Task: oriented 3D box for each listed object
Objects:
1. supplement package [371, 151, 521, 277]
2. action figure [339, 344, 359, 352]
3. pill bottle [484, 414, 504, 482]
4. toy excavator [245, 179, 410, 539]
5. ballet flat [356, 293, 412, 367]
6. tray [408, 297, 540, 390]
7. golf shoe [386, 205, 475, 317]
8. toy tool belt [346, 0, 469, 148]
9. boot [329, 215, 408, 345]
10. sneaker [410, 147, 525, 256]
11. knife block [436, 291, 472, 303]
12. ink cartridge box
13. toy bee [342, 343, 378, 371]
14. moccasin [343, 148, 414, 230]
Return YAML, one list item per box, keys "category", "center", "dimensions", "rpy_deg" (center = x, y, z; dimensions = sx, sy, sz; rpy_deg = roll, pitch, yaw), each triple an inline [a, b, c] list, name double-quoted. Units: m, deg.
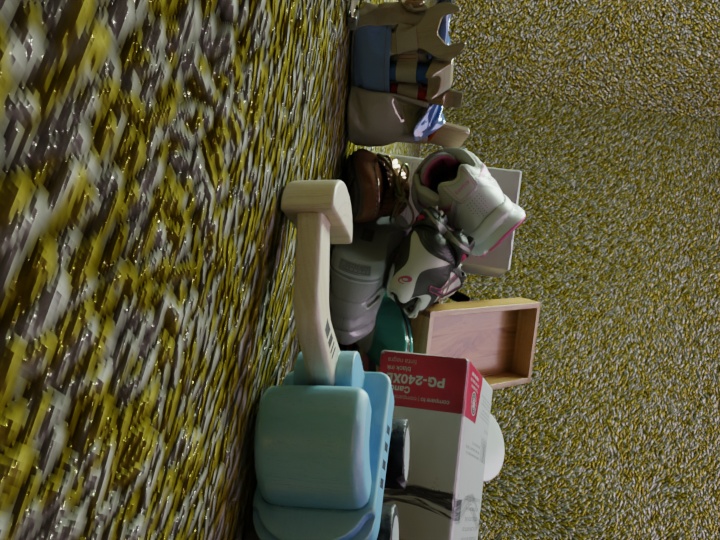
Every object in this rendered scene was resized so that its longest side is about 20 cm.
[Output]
- category: "supplement package"
  center: [0.095, -0.068, 0.896]
  dimensions: [0.120, 0.194, 0.125]
  rpy_deg: [47, 52, -83]
- category: "action figure"
  center: [-0.016, 0.177, 0.744]
  dimensions: [0.134, 0.145, 0.205]
  rpy_deg: [128, -41, -50]
- category: "pill bottle"
  center: [0.077, 0.224, 0.849]
  dimensions: [0.199, 0.109, 0.113]
  rpy_deg: [-31, -139, 49]
- category: "toy excavator"
  center: [-0.023, 0.074, 0.449]
  dimensions: [0.203, 0.097, 0.198]
  rpy_deg: [80, 15, -46]
- category: "ballet flat"
  center: [0.011, 0.050, 0.792]
  dimensions: [0.201, 0.069, 0.069]
  rpy_deg: [-100, -155, -63]
- category: "tray"
  center: [0.131, 0.088, 0.810]
  dimensions: [0.196, 0.037, 0.102]
  rpy_deg: [-1, 101, -40]
- category: "golf shoe"
  center: [0.058, 0.003, 0.708]
  dimensions: [0.089, 0.077, 0.200]
  rpy_deg: [-50, 167, -7]
- category: "toy tool belt"
  center: [0.054, -0.206, 0.659]
  dimensions: [0.127, 0.119, 0.203]
  rpy_deg: [-77, 172, -45]
- category: "boot"
  center: [0.000, 0.000, 0.733]
  dimensions: [0.200, 0.072, 0.098]
  rpy_deg: [-55, 161, -66]
- category: "sneaker"
  center: [0.094, -0.089, 0.723]
  dimensions: [0.081, 0.089, 0.200]
  rpy_deg: [-42, -159, -2]
- category: "knife block"
  center: [0.078, 0.037, 0.990]
  dimensions: [0.200, 0.170, 0.066]
  rpy_deg: [-67, 165, -72]
- category: "ink cartridge box"
  center: [0.059, 0.188, 0.609]
  dimensions: [0.145, 0.081, 0.206]
  rpy_deg: [47, 49, -64]
- category: "toy bee"
  center: [0.064, 0.109, 0.854]
  dimensions: [0.109, 0.195, 0.134]
  rpy_deg: [-55, 132, -68]
- category: "moccasin"
  center: [0.023, -0.085, 0.729]
  dimensions: [0.201, 0.075, 0.076]
  rpy_deg: [-48, 146, -81]
